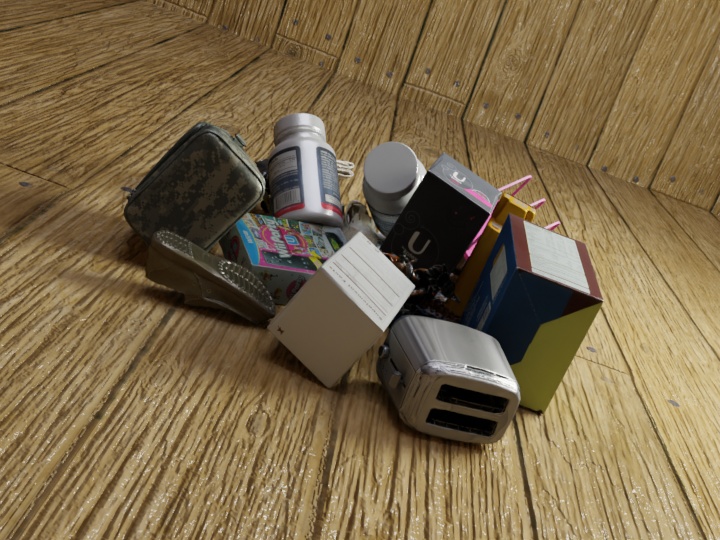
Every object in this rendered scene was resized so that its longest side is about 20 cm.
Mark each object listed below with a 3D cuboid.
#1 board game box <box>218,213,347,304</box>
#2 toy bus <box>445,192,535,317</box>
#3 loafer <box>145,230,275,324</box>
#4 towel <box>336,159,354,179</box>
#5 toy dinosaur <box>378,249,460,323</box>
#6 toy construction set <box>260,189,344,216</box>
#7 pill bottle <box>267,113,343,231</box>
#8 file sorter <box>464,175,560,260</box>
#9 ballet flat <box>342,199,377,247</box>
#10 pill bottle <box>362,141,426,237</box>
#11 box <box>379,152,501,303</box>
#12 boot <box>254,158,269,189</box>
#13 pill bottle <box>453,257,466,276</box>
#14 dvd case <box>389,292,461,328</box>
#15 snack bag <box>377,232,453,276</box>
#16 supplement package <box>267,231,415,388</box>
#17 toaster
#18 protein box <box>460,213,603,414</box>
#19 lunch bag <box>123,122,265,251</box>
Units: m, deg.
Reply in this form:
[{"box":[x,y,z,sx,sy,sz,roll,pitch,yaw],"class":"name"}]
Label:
[{"box":[-0.103,-0.014,1.432,0.197,0.065,0.148,8,33,-29],"class":"board game box"},{"box":[0.209,-0.020,1.516,0.064,0.202,0.078,29,25,5],"class":"toy bus"},{"box":[-0.206,0.019,1.280,0.198,0.068,0.076,33,20,-15],"class":"loafer"},{"box":[-0.116,-0.193,1.846,0.131,0.035,0.199,7,-7,-36],"class":"towel"},{"box":[0.084,0.024,1.441,0.197,0.104,0.135,11,9,-27],"class":"toy dinosaur"},{"box":[-0.108,-0.118,1.703,0.129,0.094,0.200,10,11,-25],"class":"toy construction set"},{"box":[-0.095,-0.152,1.569,0.118,0.119,0.203,9,63,-30],"class":"pill bottle"},{"box":[0.274,-0.040,1.620,0.138,0.125,0.202,-24,79,-27],"class":"file sorter"},{"box":[-0.005,-0.078,1.623,0.066,0.063,0.200,14,16,-14],"class":"ballet flat"},{"box":[0.065,-0.136,1.636,0.115,0.117,0.200,27,-14,18],"class":"pill bottle"},{"box":[0.120,-0.065,1.515,0.121,0.201,0.106,33,29,4],"class":"box"},{"box":[-0.199,-0.149,1.622,0.171,0.070,0.200,-14,30,-18],"class":"boot"},{"box":[0.212,-0.036,1.730,0.197,0.113,0.112,25,19,-9],"class":"pill bottle"},{"box":[0.109,0.075,1.510,0.142,0.018,0.198,33,24,31],"class":"dvd case"},{"box":[0.040,-0.032,1.676,0.186,0.022,0.199,5,20,-39],"class":"snack bag"},{"box":[-0.021,0.048,1.264,0.117,0.117,0.200,44,22,0],"class":"supplement package"},{"box":[0.121,0.144,1.209,0.197,0.115,0.130,16,24,-19],"class":"toaster"},{"box":[0.244,0.059,1.390,0.133,0.201,0.201,21,25,-3],"class":"protein box"},{"box":[-0.244,-0.115,1.384,0.139,0.200,0.168,45,6,-14],"class":"lunch bag"}]
